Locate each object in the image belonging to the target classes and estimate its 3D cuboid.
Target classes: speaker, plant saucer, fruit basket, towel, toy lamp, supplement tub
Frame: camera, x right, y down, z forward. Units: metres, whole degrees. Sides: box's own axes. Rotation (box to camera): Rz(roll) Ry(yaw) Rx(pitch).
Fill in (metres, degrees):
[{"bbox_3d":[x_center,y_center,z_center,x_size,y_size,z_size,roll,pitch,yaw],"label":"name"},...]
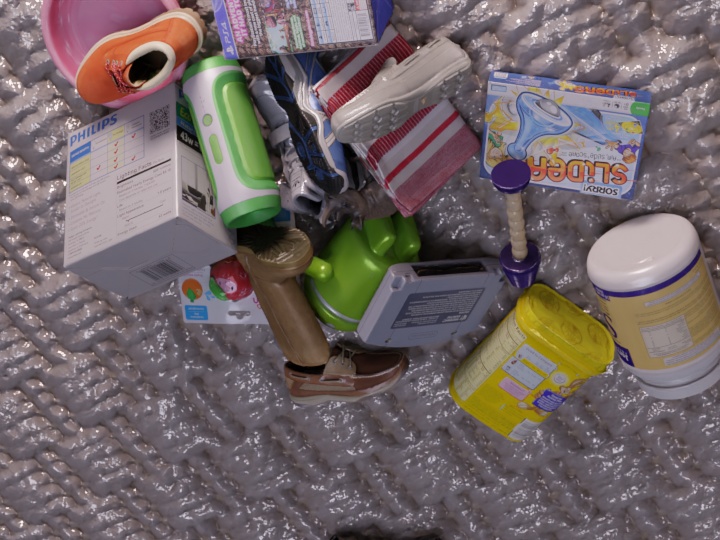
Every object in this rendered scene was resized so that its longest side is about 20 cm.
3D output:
[{"bbox_3d":[-0.161,-0.160,1.546,0.088,0.088,0.203,-22,80,27],"label":"speaker"},{"bbox_3d":[-0.309,-0.308,1.586,0.197,0.051,0.203,7,124,10],"label":"plant saucer"},{"bbox_3d":[-0.174,-0.019,1.700,0.182,0.094,0.203,1,104,15],"label":"fruit basket"},{"bbox_3d":[0.048,-0.186,1.521,0.201,0.144,0.023,51,160,-15],"label":"towel"},{"bbox_3d":[0.200,-0.054,1.592,0.057,0.059,0.202,1,138,14],"label":"toy lamp"},{"bbox_3d":[0.382,0.047,1.575,0.143,0.146,0.202,-14,118,23],"label":"supplement tub"}]

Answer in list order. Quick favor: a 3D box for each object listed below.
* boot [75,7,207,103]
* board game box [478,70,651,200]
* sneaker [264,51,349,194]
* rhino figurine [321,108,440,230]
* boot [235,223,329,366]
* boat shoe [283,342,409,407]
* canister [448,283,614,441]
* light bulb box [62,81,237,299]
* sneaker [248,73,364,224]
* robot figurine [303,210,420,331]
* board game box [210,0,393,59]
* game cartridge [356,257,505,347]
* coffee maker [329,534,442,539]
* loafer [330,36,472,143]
[{"bbox_3d":[-0.289,-0.249,1.525,0.198,0.108,0.075,-23,117,29],"label":"boot"},{"bbox_3d":[0.251,-0.167,1.536,0.197,0.035,0.137,9,125,10],"label":"board game box"},{"bbox_3d":[-0.049,-0.192,1.527,0.076,0.076,0.203,-36,72,64],"label":"sneaker"},{"bbox_3d":[0.029,-0.117,1.563,0.199,0.060,0.088,-40,108,-12],"label":"rhino figurine"},{"bbox_3d":[-0.083,0.039,1.613,0.174,0.066,0.202,23,143,55],"label":"boot"},{"bbox_3d":[-0.026,0.146,1.800,0.197,0.076,0.073,-14,117,22],"label":"boat shoe"},{"bbox_3d":[0.231,0.132,1.712,0.148,0.087,0.200,33,127,-9],"label":"canister"},{"bbox_3d":[-0.273,-0.101,1.606,0.196,0.203,0.124,-20,149,27],"label":"light bulb box"},{"bbox_3d":[-0.081,-0.153,1.582,0.075,0.116,0.200,-26,114,40],"label":"sneaker"},{"bbox_3d":[0.000,0.000,1.666,0.174,0.117,0.200,14,133,-34],"label":"robot figurine"},{"bbox_3d":[-0.076,-0.350,1.464,0.197,0.097,0.161,-2,123,16],"label":"board game box"},{"bbox_3d":[0.093,0.044,1.651,0.198,0.042,0.134,-4,140,-37],"label":"game cartridge"},{"bbox_3d":[0.053,0.515,2.007,0.197,0.136,0.193,-3,146,18],"label":"coffee maker"},{"bbox_3d":[0.043,-0.217,1.481,0.070,0.198,0.070,51,157,22],"label":"loafer"}]
